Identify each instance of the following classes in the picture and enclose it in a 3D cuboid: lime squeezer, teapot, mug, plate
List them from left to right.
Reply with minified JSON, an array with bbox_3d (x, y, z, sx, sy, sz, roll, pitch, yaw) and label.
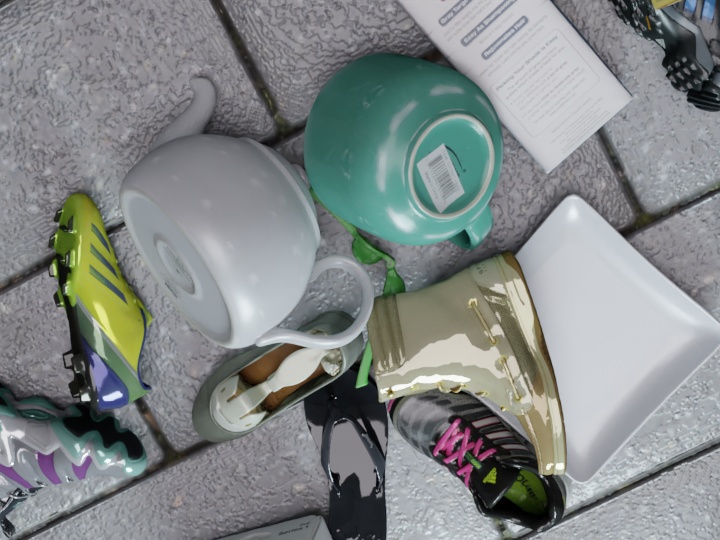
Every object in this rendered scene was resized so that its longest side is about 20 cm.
[{"bbox_3d":[-0.100,-0.039,1.244,0.146,0.197,0.201,-35,126,-22],"label":"teapot"},{"bbox_3d":[0.000,0.000,1.310,0.070,0.038,0.201,-15,99,20],"label":"lime squeezer"},{"bbox_3d":[0.057,-0.096,1.218,0.184,0.114,0.153,8,101,-35],"label":"mug"},{"bbox_3d":[0.197,0.063,1.320,0.200,0.032,0.200,40,101,-8],"label":"plate"}]

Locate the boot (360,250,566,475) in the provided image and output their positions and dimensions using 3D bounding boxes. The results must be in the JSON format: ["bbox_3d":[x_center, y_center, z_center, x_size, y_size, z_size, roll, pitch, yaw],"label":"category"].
[{"bbox_3d":[0.092,0.100,1.273,0.154,0.073,0.202,-17,96,2],"label":"boot"}]

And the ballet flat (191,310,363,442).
[{"bbox_3d":[-0.085,0.101,1.306,0.199,0.064,0.068,-34,94,22],"label":"ballet flat"}]

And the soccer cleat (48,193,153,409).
[{"bbox_3d":[-0.234,0.027,1.322,0.083,0.065,0.202,-10,101,-26],"label":"soccer cleat"}]

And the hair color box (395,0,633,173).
[{"bbox_3d":[0.131,-0.193,1.242,0.100,0.061,0.200,-41,100,11],"label":"hair color box"}]

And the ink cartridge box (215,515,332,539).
[{"bbox_3d":[-0.074,0.351,1.368,0.144,0.084,0.201,-17,104,16],"label":"ink cartridge box"}]

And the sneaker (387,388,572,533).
[{"bbox_3d":[0.112,0.173,1.323,0.199,0.088,0.074,36,103,-7],"label":"sneaker"}]

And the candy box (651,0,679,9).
[{"bbox_3d":[0.262,-0.327,1.169,0.116,0.056,0.201,-22,95,-19],"label":"candy box"}]

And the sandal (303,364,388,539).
[{"bbox_3d":[-0.006,0.179,1.352,0.075,0.043,0.202,-9,104,4],"label":"sandal"}]

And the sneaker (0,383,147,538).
[{"bbox_3d":[-0.303,0.192,1.355,0.199,0.078,0.141,18,106,7],"label":"sneaker"}]

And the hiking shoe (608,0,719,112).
[{"bbox_3d":[0.271,-0.234,1.232,0.087,0.074,0.201,-38,101,-13],"label":"hiking shoe"}]
